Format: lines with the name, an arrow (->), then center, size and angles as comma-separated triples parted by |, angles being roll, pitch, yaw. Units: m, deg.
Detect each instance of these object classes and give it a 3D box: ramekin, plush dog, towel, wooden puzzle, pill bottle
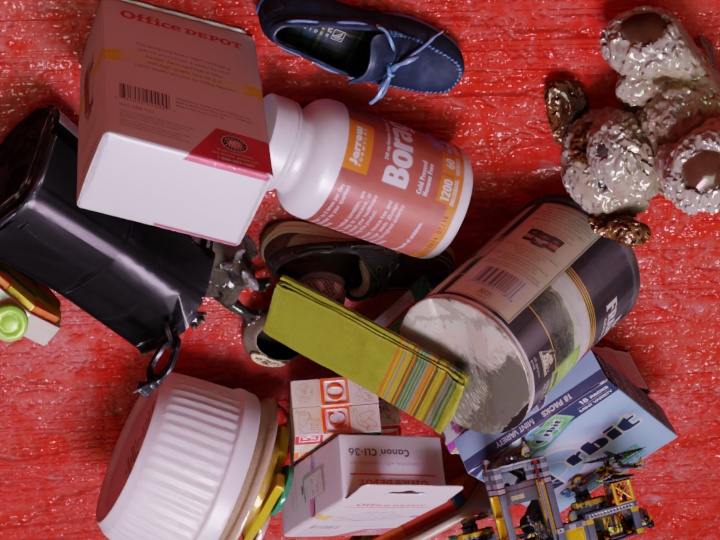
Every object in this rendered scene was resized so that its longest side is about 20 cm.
ramekin -> -0.189, 0.199, 1.642 | 0.104, 0.201, 0.201 | 24, 122, -14
plush dog -> 0.260, -0.120, 1.497 | 0.171, 0.201, 0.160 | -28, 166, 26
towel -> 0.002, 0.080, 1.505 | 0.199, 0.018, 0.086 | 28, 136, 8
wooden puzzle -> 0.064, 0.272, 1.775 | 0.199, 0.185, 0.037 | -25, 89, 13
pill bottle -> -0.006, -0.090, 1.486 | 0.199, 0.113, 0.113 | 18, 124, -23

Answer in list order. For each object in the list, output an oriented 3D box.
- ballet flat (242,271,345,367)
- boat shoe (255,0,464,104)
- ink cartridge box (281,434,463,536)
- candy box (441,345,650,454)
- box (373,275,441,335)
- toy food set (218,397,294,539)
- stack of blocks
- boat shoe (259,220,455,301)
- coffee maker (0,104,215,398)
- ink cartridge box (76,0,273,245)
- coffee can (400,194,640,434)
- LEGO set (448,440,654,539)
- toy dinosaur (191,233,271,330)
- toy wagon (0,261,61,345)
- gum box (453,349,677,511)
ballet flat -> -0.067, 0.059, 1.595 | 0.067, 0.047, 0.200 | 13, 152, -22
boat shoe -> 0.000, -0.188, 1.436 | 0.198, 0.069, 0.085 | 10, 127, -18
ink cartridge box -> 0.009, 0.211, 1.615 | 0.116, 0.068, 0.200 | 4, 158, -25
candy box -> 0.190, 0.137, 1.698 | 0.199, 0.061, 0.137 | 11, 131, -41
box -> 0.095, 0.081, 1.662 | 0.117, 0.049, 0.199 | -42, 139, 22
toy food set -> -0.124, 0.228, 1.669 | 0.048, 0.198, 0.201 | 24, 120, -14
stack of blocks -> -0.015, 0.167, 1.672 | 0.114, 0.059, 0.200 | -4, 158, -4
boat shoe -> 0.000, 0.000, 1.591 | 0.198, 0.065, 0.074 | 4, 128, -13
coffee maker -> -0.236, -0.025, 1.446 | 0.199, 0.193, 0.135 | 34, 112, -32
ink cartridge box -> -0.160, -0.129, 1.372 | 0.144, 0.201, 0.084 | 13, 129, -20
coffee can -> 0.152, 0.039, 1.534 | 0.146, 0.200, 0.147 | 25, 135, 28
LEGO set -> 0.183, 0.223, 1.610 | 0.198, 0.117, 0.154 | -13, 174, -11
toy dinosaur -> -0.153, 0.006, 1.575 | 0.199, 0.077, 0.102 | -6, 135, 39
toy wagon -> -0.354, -0.010, 1.463 | 0.200, 0.155, 0.040 | 43, 93, -15
gum box -> 0.213, 0.172, 1.665 | 0.169, 0.045, 0.200 | -35, 146, 15
